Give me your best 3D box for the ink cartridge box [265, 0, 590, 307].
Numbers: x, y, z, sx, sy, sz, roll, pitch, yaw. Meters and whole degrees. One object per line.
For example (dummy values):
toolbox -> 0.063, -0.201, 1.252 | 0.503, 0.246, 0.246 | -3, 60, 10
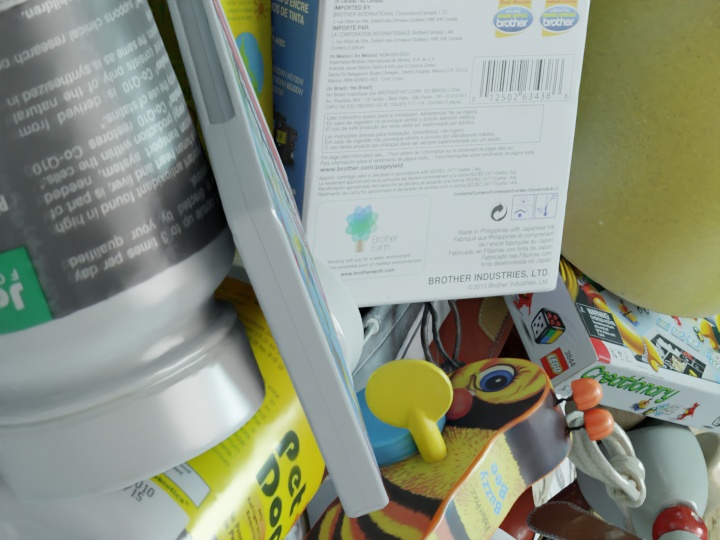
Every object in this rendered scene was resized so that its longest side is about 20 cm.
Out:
ink cartridge box -> 0.023, -0.091, 1.087 | 0.136, 0.076, 0.200 | -4, 111, -29

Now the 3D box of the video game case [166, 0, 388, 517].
video game case -> -0.036, -0.026, 0.916 | 0.200, 0.017, 0.143 | -108, 178, -51

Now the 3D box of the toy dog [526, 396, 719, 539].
toy dog -> 0.129, 0.127, 1.266 | 0.132, 0.096, 0.200 | 51, 21, 1

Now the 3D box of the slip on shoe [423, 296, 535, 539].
slip on shoe -> 0.067, 0.080, 1.272 | 0.074, 0.061, 0.200 | -65, 152, -42

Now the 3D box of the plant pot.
plant pot -> 0.167, -0.099, 1.192 | 0.200, 0.142, 0.200 | 23, 48, -28

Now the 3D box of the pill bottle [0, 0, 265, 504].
pill bottle -> -0.108, -0.032, 0.841 | 0.113, 0.113, 0.200 | -42, 115, -57

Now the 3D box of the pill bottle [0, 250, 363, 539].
pill bottle -> -0.072, 0.070, 0.982 | 0.200, 0.109, 0.109 | -54, 139, -49

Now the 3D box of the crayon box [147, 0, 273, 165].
crayon box -> -0.085, -0.109, 1.004 | 0.127, 0.051, 0.200 | -13, 104, -64

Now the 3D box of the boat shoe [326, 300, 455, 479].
boat shoe -> 0.000, 0.000, 1.182 | 0.068, 0.072, 0.200 | 62, 42, -40

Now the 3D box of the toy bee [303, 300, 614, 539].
toy bee -> 0.045, 0.071, 1.073 | 0.131, 0.109, 0.200 | 46, 48, -48

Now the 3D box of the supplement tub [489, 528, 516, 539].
supplement tub -> 0.003, 0.210, 1.118 | 0.200, 0.144, 0.145 | -48, 134, -53

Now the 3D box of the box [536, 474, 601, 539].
box -> 0.096, 0.217, 1.390 | 0.164, 0.021, 0.200 | -51, 155, -48

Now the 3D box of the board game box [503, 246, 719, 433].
board game box -> 0.126, 0.010, 1.252 | 0.200, 0.035, 0.126 | 16, 46, -56

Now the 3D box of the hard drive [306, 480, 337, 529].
hard drive -> 0.028, 0.089, 1.296 | 0.200, 0.025, 0.132 | -47, 134, -54
